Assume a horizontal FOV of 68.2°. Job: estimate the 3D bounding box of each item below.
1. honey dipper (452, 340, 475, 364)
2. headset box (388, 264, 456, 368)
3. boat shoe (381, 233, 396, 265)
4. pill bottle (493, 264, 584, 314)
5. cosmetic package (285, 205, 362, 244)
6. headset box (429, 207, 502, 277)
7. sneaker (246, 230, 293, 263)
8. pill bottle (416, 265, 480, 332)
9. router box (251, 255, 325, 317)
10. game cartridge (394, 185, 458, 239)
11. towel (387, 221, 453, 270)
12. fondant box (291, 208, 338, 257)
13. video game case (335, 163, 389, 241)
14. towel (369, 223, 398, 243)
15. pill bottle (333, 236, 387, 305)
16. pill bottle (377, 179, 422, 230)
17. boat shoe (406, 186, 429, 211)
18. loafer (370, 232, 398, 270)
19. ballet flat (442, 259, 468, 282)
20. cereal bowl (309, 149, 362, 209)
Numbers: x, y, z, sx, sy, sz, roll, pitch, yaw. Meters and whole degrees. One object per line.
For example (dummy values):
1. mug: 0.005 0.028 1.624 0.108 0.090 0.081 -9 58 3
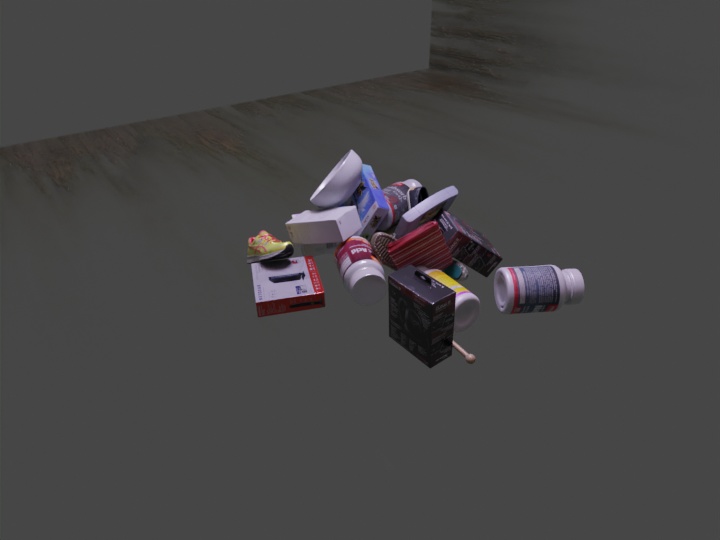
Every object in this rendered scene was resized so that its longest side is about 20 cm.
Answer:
1. honey dipper: 0.201 0.155 1.258 0.038 0.038 0.200 -19 38 -27
2. headset box: 0.136 0.094 1.202 0.077 0.201 0.149 -23 37 -30
3. boat shoe: 0.109 -0.081 1.601 0.060 0.076 0.200 9 34 10
4. pill bottle: 0.451 0.046 1.345 0.198 0.120 0.120 -3 32 -3
5. cosmetic package: -0.107 -0.130 1.534 0.199 0.072 0.101 0 28 39
6. headset box: 0.286 -0.084 1.508 0.199 0.075 0.149 28 22 -25
7. sneaker: -0.266 -0.071 1.515 0.199 0.091 0.078 -7 -1 43
8. pill bottle: 0.201 0.063 1.341 0.104 0.105 0.200 -18 36 -25
9. router box: -0.200 0.039 1.444 0.178 0.049 0.200 -8 32 -11
10. game cartridge: 0.193 -0.168 1.540 0.199 0.133 0.041 -32 71 -22
11. towel: 0.159 -0.040 1.387 0.144 0.200 0.023 -29 53 6
12. fondant box: -0.132 -0.122 1.694 0.143 0.059 0.200 -10 32 -13
13. video game case: 0.001 -0.195 1.637 0.045 0.182 0.201 8 45 -32
14. towel: 0.050 -0.136 1.731 0.199 0.037 0.148 23 40 32
15. pill bottle: 0.000 0.000 1.438 0.113 0.115 0.200 -8 33 -11
16. pill bottle: 0.113 -0.218 1.713 0.115 0.117 0.200 23 41 34
17. boat shoe: 0.193 -0.167 1.646 0.074 0.202 0.062 -2 -11 -39
18. loafer: 0.095 -0.036 1.468 0.076 0.200 0.067 -53 28 -5
19. ballet flat: 0.226 -0.016 1.520 0.072 0.072 0.200 -26 42 -35
20. cereal bowl: -0.060 -0.259 1.589 0.083 0.200 0.200 40 32 -12
